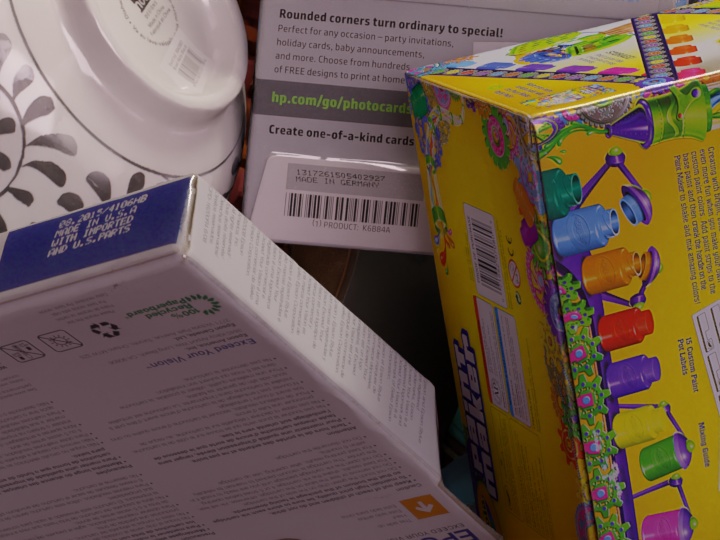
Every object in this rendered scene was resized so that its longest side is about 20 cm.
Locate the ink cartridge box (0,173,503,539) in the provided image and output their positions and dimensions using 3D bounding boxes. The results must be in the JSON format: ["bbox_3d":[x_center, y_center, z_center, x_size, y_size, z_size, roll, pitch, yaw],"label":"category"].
[{"bbox_3d":[-0.079,0.054,0.991,0.200,0.196,0.043,43,43,-42],"label":"ink cartridge box"}]

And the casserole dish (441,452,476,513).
[{"bbox_3d":[0.097,0.118,1.116,0.199,0.121,0.039,18,58,-16],"label":"casserole dish"}]

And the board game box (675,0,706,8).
[{"bbox_3d":[0.140,-0.037,1.085,0.135,0.034,0.201,1,103,6],"label":"board game box"}]

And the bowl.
[{"bbox_3d":[-0.105,-0.079,1.026,0.200,0.094,0.201,31,44,-36],"label":"bowl"}]

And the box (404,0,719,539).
[{"bbox_3d":[0.138,0.012,0.982,0.192,0.122,0.201,-13,105,-16],"label":"box"}]

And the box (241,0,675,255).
[{"bbox_3d":[0.040,-0.106,1.028,0.155,0.041,0.201,4,104,-6],"label":"box"}]

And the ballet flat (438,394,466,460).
[{"bbox_3d":[0.125,0.079,1.149,0.199,0.071,0.071,4,79,8],"label":"ballet flat"}]

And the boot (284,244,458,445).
[{"bbox_3d":[0.000,0.000,1.127,0.073,0.075,0.201,1,96,-37],"label":"boot"}]
